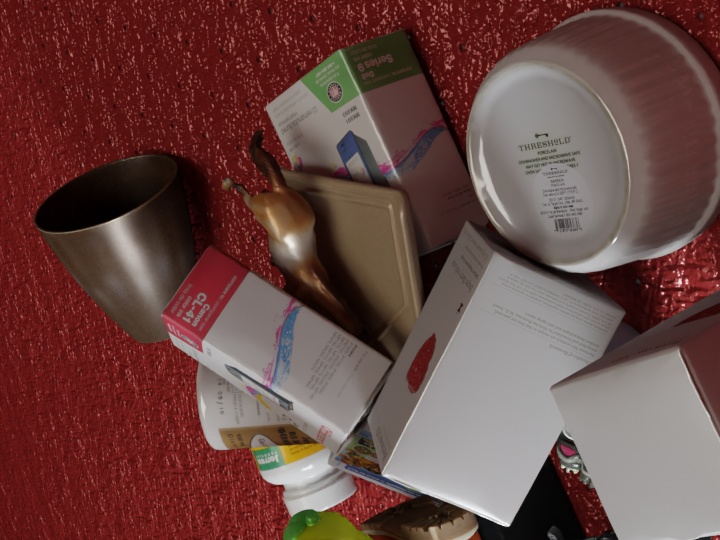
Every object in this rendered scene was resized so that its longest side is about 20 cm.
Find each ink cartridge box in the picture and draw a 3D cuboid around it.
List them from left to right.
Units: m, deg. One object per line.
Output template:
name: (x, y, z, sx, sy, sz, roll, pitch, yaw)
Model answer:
ink cartridge box: (-0.078, 0.077, 1.068, 0.200, 0.086, 0.148, 34, 165, 5)
ink cartridge box: (0.014, -0.102, 1.082, 0.145, 0.087, 0.200, -23, 93, 54)

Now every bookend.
bookend: (0.134, 0.304, 1.136, 0.199, 0.092, 0.200, -28, 84, 54)

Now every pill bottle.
pill bottle: (-0.079, 0.176, 1.322, 0.113, 0.113, 0.200, -20, 92, 54)
pill bottle: (-0.062, 0.125, 1.201, 0.200, 0.114, 0.115, -5, 109, 8)

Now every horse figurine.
horse figurine: (-0.069, -0.028, 1.063, 0.132, 0.050, 0.200, 15, 126, 58)

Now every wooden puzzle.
wooden puzzle: (0.000, 0.000, 1.062, 0.200, 0.037, 0.185, 18, 126, 50)

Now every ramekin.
ramekin: (0.173, -0.093, 0.872, 0.200, 0.105, 0.201, 27, 127, 41)

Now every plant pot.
plant pot: (-0.283, -0.015, 1.449, 0.187, 0.187, 0.200, 16, 135, 47)

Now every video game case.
video game case: (0.062, 0.181, 1.134, 0.143, 0.018, 0.200, 23, 148, -8)

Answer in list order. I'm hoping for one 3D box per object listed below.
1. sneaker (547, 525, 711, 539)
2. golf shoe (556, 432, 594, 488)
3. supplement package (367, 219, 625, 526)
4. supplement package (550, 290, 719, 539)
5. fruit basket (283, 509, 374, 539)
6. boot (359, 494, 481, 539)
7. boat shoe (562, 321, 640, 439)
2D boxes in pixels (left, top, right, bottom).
sneaker: (0.225, 0.240, 0.992, 0.140, 0.078, 0.200, 18, 121, 38)
golf shoe: (0.174, 0.119, 1.025, 0.200, 0.077, 0.088, 24, 105, 41)
supplement package: (0.104, 0.081, 0.938, 0.200, 0.120, 0.121, -64, 11, 10)
supplement package: (0.252, 0.083, 0.770, 0.121, 0.200, 0.120, -28, 86, 53)
fruit basket: (-0.009, 0.313, 1.027, 0.215, 0.216, 0.156, 28, 84, 41)
boot: (0.062, 0.275, 1.091, 0.107, 0.075, 0.200, 69, 161, -3)
boat shoe: (0.206, 0.133, 0.902, 0.086, 0.074, 0.202, -51, 30, 34)
